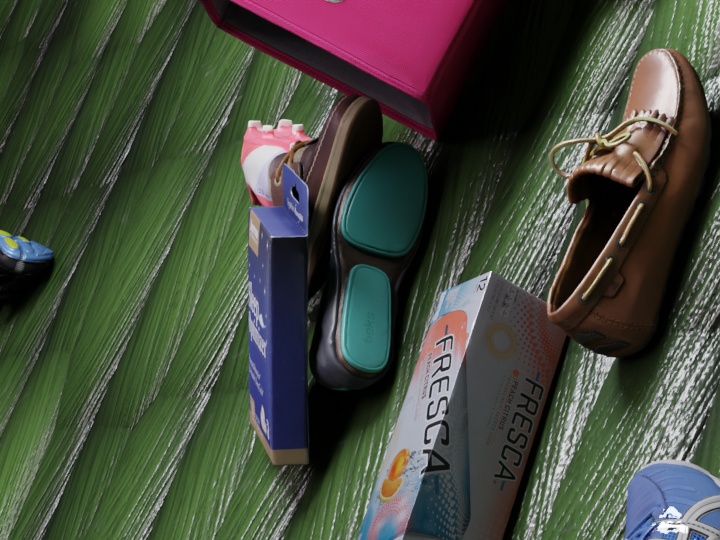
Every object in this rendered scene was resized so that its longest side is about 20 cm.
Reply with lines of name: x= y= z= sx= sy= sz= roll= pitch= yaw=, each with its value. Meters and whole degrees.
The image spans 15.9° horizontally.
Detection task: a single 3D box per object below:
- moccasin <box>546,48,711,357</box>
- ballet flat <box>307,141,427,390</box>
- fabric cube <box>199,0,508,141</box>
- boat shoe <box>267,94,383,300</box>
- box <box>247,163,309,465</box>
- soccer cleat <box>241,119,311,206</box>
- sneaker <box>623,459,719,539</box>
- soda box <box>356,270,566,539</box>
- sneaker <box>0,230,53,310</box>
moccasin: x=0.156 y=-0.048 z=1.555 sx=0.074 sy=0.078 sz=0.202 roll=-17 pitch=49 yaw=61
ballet flat: x=0.000 y=0.000 z=1.864 sx=0.073 sy=0.073 sz=0.200 roll=-33 pitch=39 yaw=51
fabric cube: x=0.015 y=-0.234 z=1.858 sx=0.199 sy=0.196 sz=0.200 roll=-61 pitch=-5 yaw=-2
boat shoe: x=-0.040 y=-0.062 z=1.930 sx=0.072 sy=0.072 sz=0.200 roll=-48 pitch=-16 yaw=-39
box: x=-0.059 y=0.029 z=1.865 sx=0.121 sy=0.032 sz=0.200 roll=-132 pitch=42 yaw=-75
soccer cleat: x=-0.045 y=-0.071 z=2.076 sx=0.200 sy=0.067 sz=0.077 roll=-148 pitch=56 yaw=-63
sneaker: x=0.157 y=0.159 z=1.307 sx=0.076 sy=0.077 sz=0.200 roll=-52 pitch=22 yaw=26
soda box: x=0.062 y=0.104 z=1.591 sx=0.064 sy=0.068 sz=0.200 roll=-25 pitch=41 yaw=57
sneaker: x=-0.375 y=0.009 z=2.699 sx=0.200 sy=0.071 sz=0.083 roll=-24 pitch=48 yaw=65
